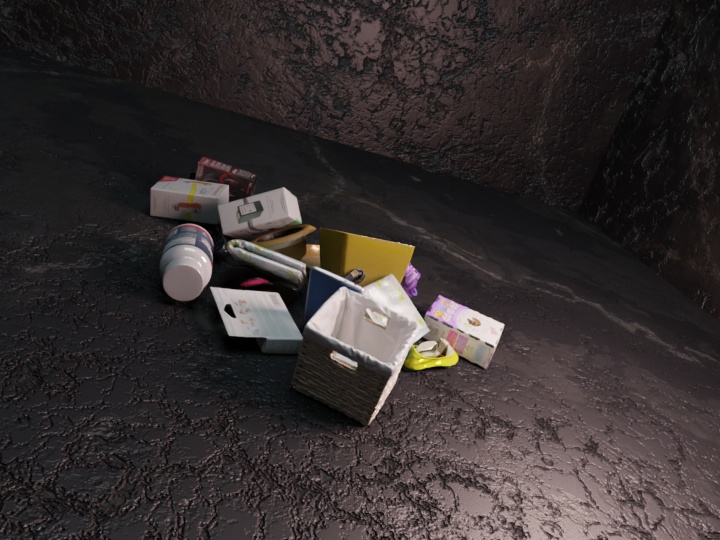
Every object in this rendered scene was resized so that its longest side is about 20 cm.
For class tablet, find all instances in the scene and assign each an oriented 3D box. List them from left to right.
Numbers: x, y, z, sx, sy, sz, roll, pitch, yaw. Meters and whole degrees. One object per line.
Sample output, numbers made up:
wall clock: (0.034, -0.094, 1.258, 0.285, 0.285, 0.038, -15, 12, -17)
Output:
tablet: (-0.063, 0.084, 1.390, 0.128, 0.202, 0.014, 24, 46, 11)

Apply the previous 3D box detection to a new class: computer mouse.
computer mouse: (-0.392, -0.078, 1.693, 0.034, 0.058, 0.200, 53, -2, -32)
computer mouse: (0.012, 0.093, 1.519, 0.201, 0.110, 0.044, 49, -8, -18)

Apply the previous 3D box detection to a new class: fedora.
fedora: (-0.210, -0.063, 1.692, 0.196, 0.083, 0.201, -13, 14, 3)

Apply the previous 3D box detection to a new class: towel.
towel: (-0.226, -0.016, 1.539, 0.196, 0.049, 0.171, 20, -14, 1)
towel: (0.067, 0.105, 1.447, 0.199, 0.048, 0.173, -22, 79, -53)

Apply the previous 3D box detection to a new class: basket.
basket: (-0.010, 0.171, 1.251, 0.195, 0.163, 0.200, 24, 27, 11)

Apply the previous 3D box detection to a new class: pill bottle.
pill bottle: (-0.401, -0.016, 1.429, 0.117, 0.121, 0.201, 12, 24, -17)

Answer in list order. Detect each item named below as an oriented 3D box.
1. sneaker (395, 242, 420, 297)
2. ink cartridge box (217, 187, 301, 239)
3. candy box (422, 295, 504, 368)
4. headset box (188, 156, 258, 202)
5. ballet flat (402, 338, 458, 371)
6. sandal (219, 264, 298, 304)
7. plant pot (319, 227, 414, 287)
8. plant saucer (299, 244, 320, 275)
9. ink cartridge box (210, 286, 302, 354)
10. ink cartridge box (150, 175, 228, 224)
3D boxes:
sneaker: (0.125, -0.001, 1.724, 0.082, 0.202, 0.082, -9, 46, 1)
ink cartridge box: (-0.279, -0.155, 1.727, 0.196, 0.086, 0.146, -14, -5, 8)
candy box: (0.270, 0.159, 1.649, 0.197, 0.073, 0.168, 25, 22, 14)
headset box: (-0.429, -0.246, 1.897, 0.196, 0.151, 0.075, 18, 23, -6)
ballet flat: (0.178, 0.197, 1.489, 0.197, 0.068, 0.067, -2, 32, -43)
sandal: (-0.244, 0.042, 1.496, 0.196, 0.076, 0.045, 18, 37, -13)
plant pot: (0.000, 0.000, 1.607, 0.196, 0.180, 0.199, 9, 4, -23)
plant saucer: (-0.099, -0.014, 1.787, 0.196, 0.036, 0.201, 16, 23, -7)
ink cartridge box: (-0.236, 0.110, 1.376, 0.171, 0.044, 0.200, 6, 26, -29)
ink cartridge box: (-0.491, -0.205, 1.796, 0.196, 0.085, 0.146, 8, 22, -3)
